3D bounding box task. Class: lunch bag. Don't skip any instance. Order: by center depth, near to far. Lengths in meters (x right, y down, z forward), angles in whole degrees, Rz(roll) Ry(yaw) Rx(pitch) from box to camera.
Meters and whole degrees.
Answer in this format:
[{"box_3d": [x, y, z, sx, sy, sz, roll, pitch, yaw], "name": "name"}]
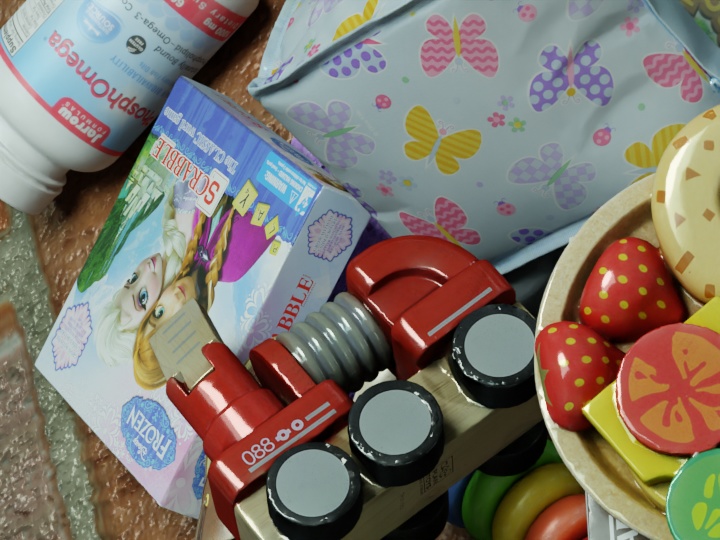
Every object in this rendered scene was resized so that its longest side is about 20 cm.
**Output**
[{"box_3d": [0.076, -0.104, 1.381, 0.199, 0.170, 0.128, -26, 31, 40], "name": "lunch bag"}]

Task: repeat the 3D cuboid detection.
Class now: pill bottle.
[{"box_3d": [-0.163, -0.134, 1.705, 0.200, 0.109, 0.109, -46, 48, 12], "name": "pill bottle"}]

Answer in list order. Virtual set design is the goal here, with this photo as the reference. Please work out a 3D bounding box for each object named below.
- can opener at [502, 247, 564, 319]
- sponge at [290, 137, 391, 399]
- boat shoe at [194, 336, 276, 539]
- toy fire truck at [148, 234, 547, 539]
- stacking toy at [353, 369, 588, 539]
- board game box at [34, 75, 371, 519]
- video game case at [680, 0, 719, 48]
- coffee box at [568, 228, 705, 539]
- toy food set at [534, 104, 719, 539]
[{"box_3d": [0.132, -0.005, 1.402, 0.200, 0.067, 0.054, -36, 69, 44], "name": "can opener"}, {"box_3d": [0.000, 0.000, 1.562, 0.112, 0.030, 0.200, -44, 48, 14], "name": "sponge"}, {"box_3d": [-0.053, 0.135, 1.483, 0.068, 0.072, 0.201, -139, 67, -72], "name": "boat shoe"}, {"box_3d": [-0.021, 0.048, 1.380, 0.176, 0.129, 0.200, -35, 63, -16], "name": "toy fire truck"}, {"box_3d": [0.081, 0.116, 1.409, 0.086, 0.085, 0.200, -52, 51, 6], "name": "stacking toy"}, {"box_3d": [-0.095, 0.012, 1.581, 0.200, 0.041, 0.201, 38, 103, 55], "name": "board game box"}, {"box_3d": [0.191, -0.100, 1.415, 0.200, 0.022, 0.183, 44, 113, 36], "name": "video game case"}, {"box_3d": [0.164, 0.085, 1.311, 0.113, 0.080, 0.202, -5, 72, 10], "name": "coffee box"}, {"box_3d": [0.178, 0.035, 1.255, 0.200, 0.049, 0.198, -40, 71, -6], "name": "toy food set"}]
